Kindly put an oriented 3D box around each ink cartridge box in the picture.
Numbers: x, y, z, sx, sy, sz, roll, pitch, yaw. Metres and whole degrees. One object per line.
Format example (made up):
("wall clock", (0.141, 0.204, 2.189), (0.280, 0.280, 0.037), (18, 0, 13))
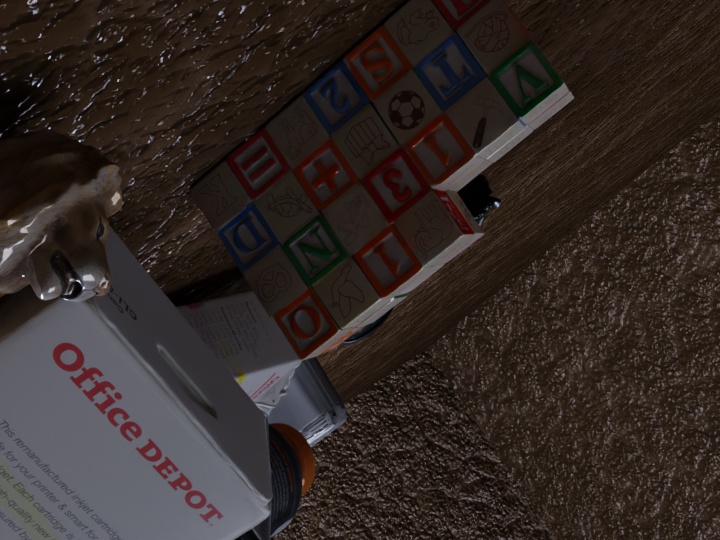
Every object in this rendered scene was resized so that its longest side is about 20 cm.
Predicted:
("ink cartridge box", (-0.159, 0.096, 0.487), (0.198, 0.146, 0.084), (-33, -155, 9))
("ink cartridge box", (-0.128, 0.078, 0.778), (0.198, 0.069, 0.115), (-13, 158, -48))

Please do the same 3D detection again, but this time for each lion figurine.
("lion figurine", (-0.176, 0.015, 0.388), (0.199, 0.073, 0.122), (-24, -169, 44))

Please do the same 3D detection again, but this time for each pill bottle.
("pill bottle", (-0.117, 0.184, 0.839), (0.106, 0.107, 0.199), (-40, 167, 28))

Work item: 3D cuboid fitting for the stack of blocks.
("stack of blocks", (0.019, -0.057, 0.560), (0.199, 0.116, 0.058), (-38, 171, 14))

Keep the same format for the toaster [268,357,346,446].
("toaster", (-0.103, 0.155, 1.177), (0.199, 0.130, 0.114), (-36, 172, -1))

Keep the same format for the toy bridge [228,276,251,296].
("toy bridge", (-0.074, 0.009, 0.848), (0.067, 0.027, 0.200), (-27, 167, -41))

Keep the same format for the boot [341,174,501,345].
("boot", (0.047, -0.017, 1.033), (0.198, 0.074, 0.163), (-40, 176, -25))

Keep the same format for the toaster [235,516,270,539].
("toaster", (-0.160, 0.137, 0.615), (0.199, 0.181, 0.119), (-38, -162, 11))

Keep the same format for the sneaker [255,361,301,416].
("sneaker", (-0.103, 0.104, 1.045), (0.199, 0.088, 0.075), (-31, 169, -38))
